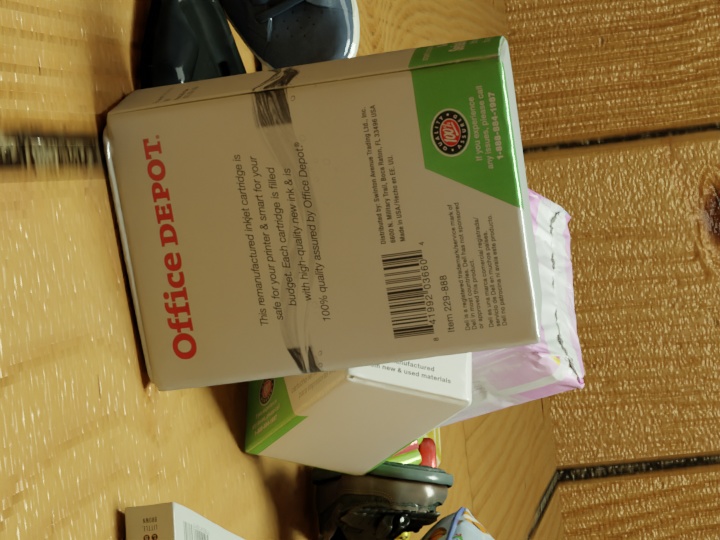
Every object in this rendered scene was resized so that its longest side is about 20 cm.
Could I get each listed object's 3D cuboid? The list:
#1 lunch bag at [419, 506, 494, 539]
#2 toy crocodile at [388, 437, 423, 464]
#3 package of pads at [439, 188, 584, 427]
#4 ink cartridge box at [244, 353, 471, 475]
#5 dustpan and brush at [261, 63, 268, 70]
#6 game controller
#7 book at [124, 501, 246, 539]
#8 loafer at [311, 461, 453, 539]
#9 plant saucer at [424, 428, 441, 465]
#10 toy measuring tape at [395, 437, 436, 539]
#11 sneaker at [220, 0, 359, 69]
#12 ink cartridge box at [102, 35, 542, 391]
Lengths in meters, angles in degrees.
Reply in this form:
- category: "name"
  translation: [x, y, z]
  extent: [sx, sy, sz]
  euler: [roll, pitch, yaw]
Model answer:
- category: "lunch bag"
  translation: [0.023, 0.236, 1.302]
  extent: [0.076, 0.160, 0.200]
  euler: [45, 19, -3]
- category: "toy crocodile"
  translation: [0.011, 0.076, 1.497]
  extent: [0.067, 0.062, 0.202]
  euler: [-8, 92, -36]
- category: "package of pads"
  translation: [0.043, 0.037, 1.363]
  extent: [0.076, 0.199, 0.121]
  euler: [34, 47, -47]
- category: "ink cartridge box"
  translation: [0.000, 0.000, 1.270]
  extent: [0.145, 0.083, 0.201]
  euler: [139, -42, -55]
- category: "dustpan and brush"
  translation: [-0.037, -0.147, 1.436]
  extent: [0.200, 0.057, 0.141]
  euler: [45, 40, -75]
- category: "game controller"
  translation: [-0.085, -0.080, 1.215]
  extent: [0.201, 0.042, 0.105]
  euler: [70, 31, -52]
- category: "book"
  translation: [-0.074, 0.222, 1.040]
  extent: [0.134, 0.048, 0.202]
  euler: [50, 33, -69]
- category: "loafer"
  translation: [0.012, 0.154, 1.380]
  extent: [0.200, 0.071, 0.063]
  euler: [157, -58, -76]
- category: "plant saucer"
  translation: [0.028, 0.068, 1.721]
  extent: [0.200, 0.048, 0.201]
  euler: [64, 23, -64]
- category: "toy measuring tape"
  translation: [0.021, 0.105, 1.563]
  extent: [0.074, 0.073, 0.202]
  euler: [-44, 132, -78]
- category: "sneaker"
  translation: [-0.067, -0.192, 1.181]
  extent: [0.201, 0.075, 0.085]
  euler: [61, 10, 1]
- category: "ink cartridge box"
  translation: [-0.016, -0.030, 1.086]
  extent: [0.084, 0.198, 0.147]
  euler: [-70, 153, -75]
